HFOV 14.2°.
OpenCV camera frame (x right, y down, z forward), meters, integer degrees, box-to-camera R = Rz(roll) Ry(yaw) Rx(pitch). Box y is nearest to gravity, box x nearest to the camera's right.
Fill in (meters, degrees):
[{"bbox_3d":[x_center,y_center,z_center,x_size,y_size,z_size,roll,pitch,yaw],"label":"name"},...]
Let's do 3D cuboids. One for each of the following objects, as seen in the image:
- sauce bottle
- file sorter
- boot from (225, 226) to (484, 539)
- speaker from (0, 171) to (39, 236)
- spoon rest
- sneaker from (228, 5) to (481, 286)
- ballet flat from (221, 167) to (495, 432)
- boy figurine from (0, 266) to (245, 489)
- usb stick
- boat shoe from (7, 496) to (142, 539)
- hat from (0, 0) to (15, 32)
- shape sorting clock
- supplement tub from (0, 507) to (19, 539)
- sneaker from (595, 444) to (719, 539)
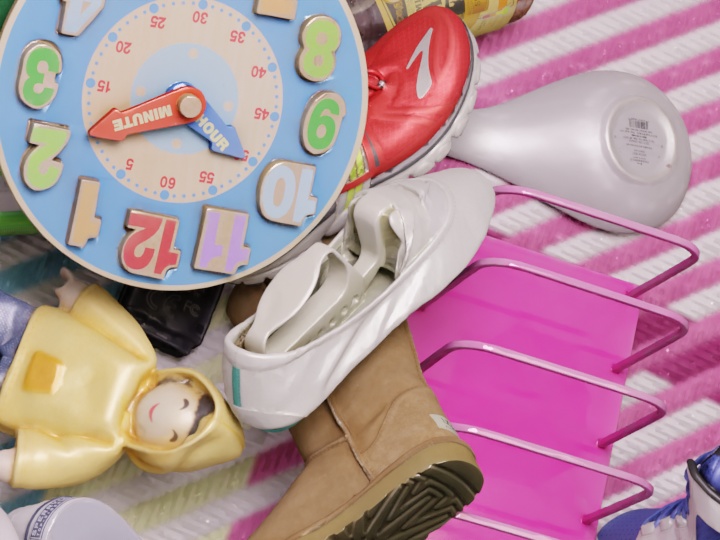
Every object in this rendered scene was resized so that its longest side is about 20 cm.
[{"bbox_3d":[0.009,-0.147,1.642,0.200,0.066,0.066,-22,84,-36],"label":"sauce bottle"},{"bbox_3d":[0.096,0.069,1.601,0.139,0.125,0.200,18,71,-14],"label":"file sorter"},{"bbox_3d":[-0.032,0.083,1.555,0.175,0.066,0.200,-34,47,7],"label":"boot"},{"bbox_3d":[-0.199,-0.057,1.547,0.200,0.088,0.088,-4,77,-16],"label":"speaker"},{"bbox_3d":[0.110,-0.079,1.691,0.200,0.061,0.099,12,73,-30],"label":"spoon rest"},{"bbox_3d":[-0.015,-0.076,1.563,0.200,0.085,0.077,-45,51,-13],"label":"sneaker"},{"bbox_3d":[0.000,0.000,1.510,0.069,0.069,0.200,46,65,-3],"label":"ballet flat"},{"bbox_3d":[-0.158,0.062,1.518,0.200,0.064,0.124,23,69,11],"label":"boy figurine"},{"bbox_3d":[-0.082,-0.049,1.621,0.055,0.033,0.200,27,68,-20],"label":"usb stick"},{"bbox_3d":[-0.115,0.194,1.527,0.074,0.065,0.200,-46,115,-31],"label":"boat shoe"},{"bbox_3d":[-0.187,-0.116,1.472,0.200,0.166,0.176,8,37,-21],"label":"hat"},{"bbox_3d":[-0.091,-0.087,1.480,0.200,0.039,0.200,-5,106,-17],"label":"shape sorting clock"},{"bbox_3d":[-0.271,0.187,1.430,0.200,0.145,0.145,-1,77,-20],"label":"supplement tub"},{"bbox_3d":[0.203,0.133,1.576,0.081,0.199,0.115,-26,108,-27],"label":"sneaker"}]
